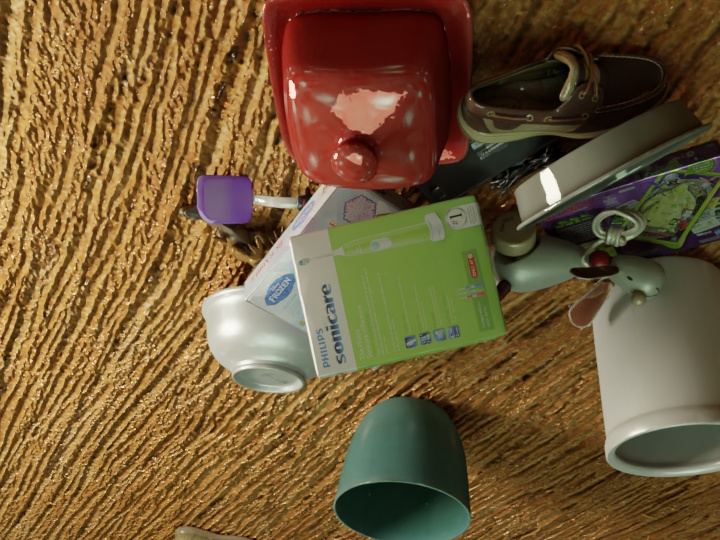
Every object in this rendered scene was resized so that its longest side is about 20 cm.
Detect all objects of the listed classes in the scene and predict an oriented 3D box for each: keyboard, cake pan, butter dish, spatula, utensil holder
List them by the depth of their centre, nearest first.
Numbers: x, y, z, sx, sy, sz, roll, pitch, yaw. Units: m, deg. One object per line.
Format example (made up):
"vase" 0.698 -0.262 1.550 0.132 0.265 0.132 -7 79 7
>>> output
"butter dish" 0.003 -0.142 0.803 0.197 0.149 0.201 2 137 8
"cake pan" 0.229 -0.100 0.809 0.199 0.199 0.037 -32 84 37
"keyboard" 0.142 -0.132 0.892 0.199 0.040 0.105 -29 104 37
"utensil holder" 0.352 0.110 0.974 0.167 0.202 0.171 1 148 1
"spatula" -0.087 -0.078 0.981 0.197 0.021 0.057 3 104 1

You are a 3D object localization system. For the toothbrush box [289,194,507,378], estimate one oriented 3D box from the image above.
"toothbrush box" 0.038 0.020 0.899 0.197 0.148 0.086 -13 172 -1

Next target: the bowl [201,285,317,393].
"bowl" -0.115 0.101 1.118 0.198 0.091 0.202 5 154 2

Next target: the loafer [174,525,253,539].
"loafer" -0.285 0.577 1.746 0.197 0.068 0.076 13 140 -5

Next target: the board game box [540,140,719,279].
"board game box" 0.304 -0.060 0.938 0.198 0.033 0.120 -16 136 26

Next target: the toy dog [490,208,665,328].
"toy dog" 0.218 0.009 0.931 0.198 0.097 0.132 0 144 33

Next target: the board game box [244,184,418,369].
"board game box" 0.000 0.000 1.002 0.198 0.041 0.200 30 116 -26

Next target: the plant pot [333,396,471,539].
"plant pot" 0.069 0.289 1.278 0.198 0.162 0.202 6 140 5

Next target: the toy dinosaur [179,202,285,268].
"toy dinosaur" -0.135 -0.025 1.051 0.106 0.061 0.200 6 145 47

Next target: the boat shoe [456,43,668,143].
"boat shoe" 0.186 -0.163 0.773 0.197 0.073 0.072 -7 166 -1
